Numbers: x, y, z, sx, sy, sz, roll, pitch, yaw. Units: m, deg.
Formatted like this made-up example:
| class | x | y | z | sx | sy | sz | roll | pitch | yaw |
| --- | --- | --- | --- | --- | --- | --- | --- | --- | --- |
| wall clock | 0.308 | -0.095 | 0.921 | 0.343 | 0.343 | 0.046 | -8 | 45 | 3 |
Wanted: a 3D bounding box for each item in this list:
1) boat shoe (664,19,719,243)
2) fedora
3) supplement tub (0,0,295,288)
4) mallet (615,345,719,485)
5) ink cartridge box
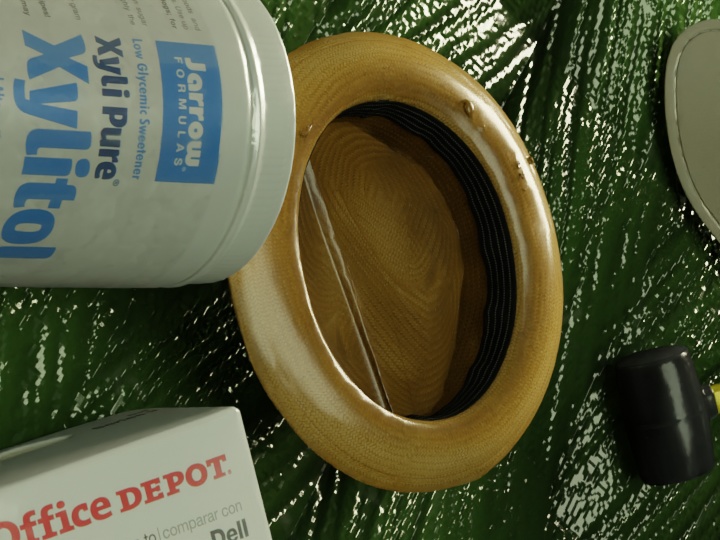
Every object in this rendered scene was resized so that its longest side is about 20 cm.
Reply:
| class | x | y | z | sx | sy | sz | roll | pitch | yaw |
| --- | --- | --- | --- | --- | --- | --- | --- | --- | --- |
| boat shoe | 0.211 | -0.038 | 1.329 | 0.201 | 0.072 | 0.063 | 62 | 12 | -9 |
| fedora | 0.000 | 0.000 | 1.132 | 0.200 | 0.082 | 0.202 | 9 | 74 | -35 |
| supplement tub | -0.140 | -0.059 | 0.999 | 0.199 | 0.132 | 0.133 | 0 | 85 | -37 |
| mallet | 0.217 | 0.040 | 1.283 | 0.199 | 0.041 | 0.066 | -24 | 99 | -13 |
| ink cartridge box | -0.102 | 0.168 | 1.032 | 0.145 | 0.084 | 0.201 | -18 | 96 | -37 |
